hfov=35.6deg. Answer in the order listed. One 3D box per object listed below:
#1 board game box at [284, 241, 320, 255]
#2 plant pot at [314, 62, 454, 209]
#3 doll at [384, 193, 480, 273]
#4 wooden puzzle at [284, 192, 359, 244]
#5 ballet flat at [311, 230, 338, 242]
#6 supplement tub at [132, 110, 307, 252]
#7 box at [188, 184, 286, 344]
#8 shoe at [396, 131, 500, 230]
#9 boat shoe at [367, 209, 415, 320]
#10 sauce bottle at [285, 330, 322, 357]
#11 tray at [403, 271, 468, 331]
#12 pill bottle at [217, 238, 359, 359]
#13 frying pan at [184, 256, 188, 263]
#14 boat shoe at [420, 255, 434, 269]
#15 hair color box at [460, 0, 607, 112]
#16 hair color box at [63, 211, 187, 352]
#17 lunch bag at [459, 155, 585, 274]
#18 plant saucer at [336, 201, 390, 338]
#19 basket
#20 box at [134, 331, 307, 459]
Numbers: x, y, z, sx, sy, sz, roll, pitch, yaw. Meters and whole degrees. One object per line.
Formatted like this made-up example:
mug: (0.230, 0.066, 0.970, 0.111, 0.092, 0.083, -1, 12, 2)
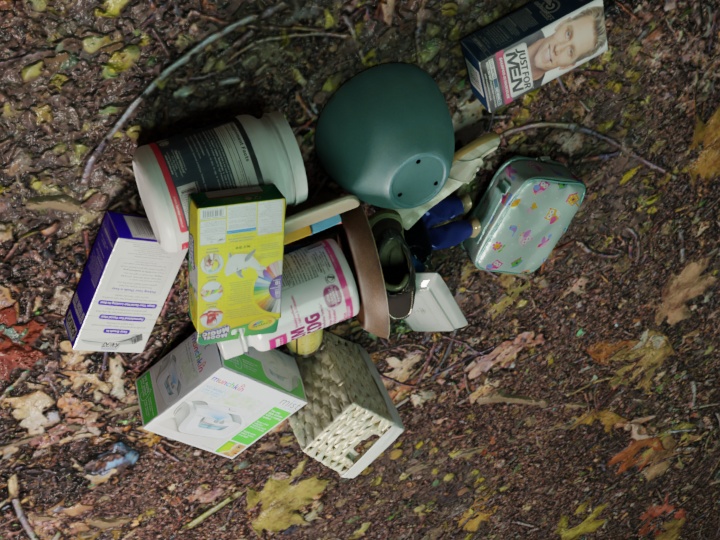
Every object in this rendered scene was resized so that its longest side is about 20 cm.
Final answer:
board game box: (-0.136, -0.009, 1.612, 0.198, 0.039, 0.158, -10, 154, -37)
plant pot: (0.053, -0.164, 1.549, 0.198, 0.135, 0.202, -18, 137, -17)
doll: (0.088, -0.050, 1.706, 0.198, 0.138, 0.048, -19, 177, -23)
wooden puzzle: (-0.104, -0.060, 1.533, 0.183, 0.200, 0.038, -22, 98, -12)
ballet flat: (-0.017, 0.005, 1.738, 0.063, 0.068, 0.200, -14, 143, 22)
supplement tub: (-0.181, -0.117, 1.444, 0.198, 0.141, 0.141, -19, 138, -15)
box: (-0.156, -0.004, 1.408, 0.116, 0.048, 0.202, -8, 120, -22)
shoe: (0.129, -0.134, 1.665, 0.199, 0.054, 0.070, -35, -179, 3)
boat shoe: (0.043, 0.006, 1.616, 0.072, 0.065, 0.201, -12, 133, 3)
sauce bottle: (-0.085, 0.067, 1.700, 0.064, 0.065, 0.201, -19, 157, -14)
tray: (0.095, 0.055, 1.757, 0.106, 0.022, 0.200, -1, 154, 20)
pill bottle: (-0.110, 0.042, 1.540, 0.198, 0.114, 0.114, -21, 138, -11)
frying pan: (-0.193, 0.021, 1.660, 0.114, 0.031, 0.191, -22, 141, -14)
boat shoe: (0.093, 0.005, 1.798, 0.068, 0.057, 0.201, -26, 139, -6)
hair color box: (0.246, -0.317, 1.578, 0.198, 0.061, 0.100, -29, 140, -5)
hair color box: (-0.324, 0.019, 1.547, 0.108, 0.065, 0.201, 6, 125, -36)
lunch bag: (0.255, -0.091, 1.791, 0.159, 0.077, 0.201, 5, 127, -34)
plant saucer: (0.000, 0.000, 1.576, 0.034, 0.202, 0.202, -12, 136, -8)
basket: (-0.042, 0.208, 1.807, 0.136, 0.201, 0.123, -44, 133, 14)
box: (-0.214, 0.185, 1.737, 0.176, 0.097, 0.199, -36, 140, 21)
